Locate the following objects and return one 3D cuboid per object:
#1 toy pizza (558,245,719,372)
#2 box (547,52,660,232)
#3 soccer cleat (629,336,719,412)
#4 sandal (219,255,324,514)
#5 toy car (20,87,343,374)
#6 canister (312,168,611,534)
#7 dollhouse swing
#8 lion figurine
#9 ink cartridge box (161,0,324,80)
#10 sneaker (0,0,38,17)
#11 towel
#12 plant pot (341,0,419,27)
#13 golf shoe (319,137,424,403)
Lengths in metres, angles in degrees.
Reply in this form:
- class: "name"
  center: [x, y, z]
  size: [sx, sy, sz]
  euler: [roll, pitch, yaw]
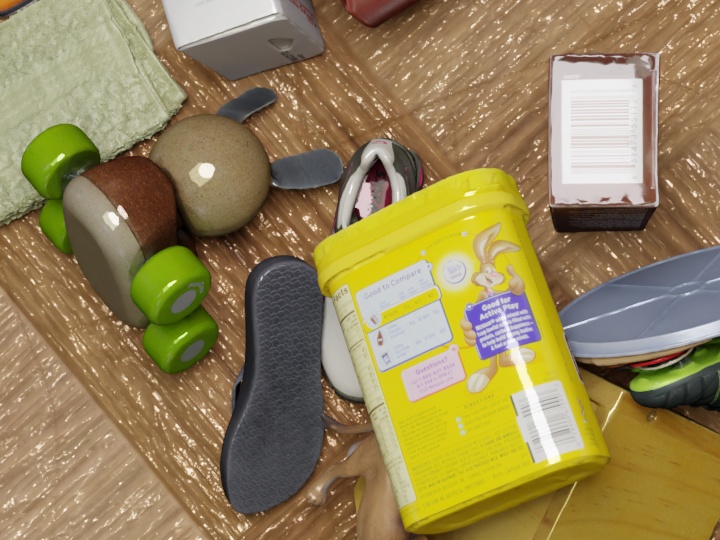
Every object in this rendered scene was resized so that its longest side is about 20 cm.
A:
- class: "toy pizza"
  center: [0.225, 0.026, 1.013]
  size: [0.200, 0.200, 0.032]
  euler: [-17, 101, 8]
- class: "box"
  center: [0.165, -0.082, 1.022]
  size: [0.075, 0.200, 0.100]
  euler: [0, 88, 7]
- class: "soccer cleat"
  center: [0.272, 0.077, 1.025]
  size: [0.200, 0.067, 0.081]
  euler: [-13, 93, -30]
- class: "sandal"
  center: [-0.064, 0.085, 1.120]
  size: [0.076, 0.043, 0.200]
  euler: [4, 103, -26]
- class: "toy car"
  center: [-0.120, -0.056, 1.118]
  size: [0.200, 0.158, 0.164]
  euler: [-37, 69, -19]
- class: "canister"
  center: [0.064, 0.055, 0.975]
  size: [0.148, 0.087, 0.200]
  euler: [-26, 69, 21]
- class: "dollhouse swing"
  center: [0.129, 0.164, 1.100]
  size: [0.182, 0.176, 0.200]
  euler: [25, 92, -32]
- class: "lion figurine"
  center: [0.021, 0.170, 1.038]
  size: [0.122, 0.072, 0.200]
  euler: [-41, 54, 44]
- class: "ink cartridge box"
  center: [-0.105, -0.253, 1.102]
  size: [0.084, 0.144, 0.200]
  euler: [-19, 84, 10]
- class: "sneaker"
  center: [-0.251, -0.290, 1.143]
  size: [0.078, 0.112, 0.200]
  euler: [36, 93, 9]
- class: "towel"
  center: [-0.250, -0.133, 1.175]
  size: [0.200, 0.036, 0.149]
  euler: [-32, 84, 5]
- class: "plant pot"
  center: [0.042, -0.289, 1.066]
  size: [0.195, 0.201, 0.201]
  euler: [-34, 83, 15]
- class: "golf shoe"
  center: [0.000, 0.000, 1.103]
  size: [0.077, 0.088, 0.200]
  euler: [5, 90, 8]
